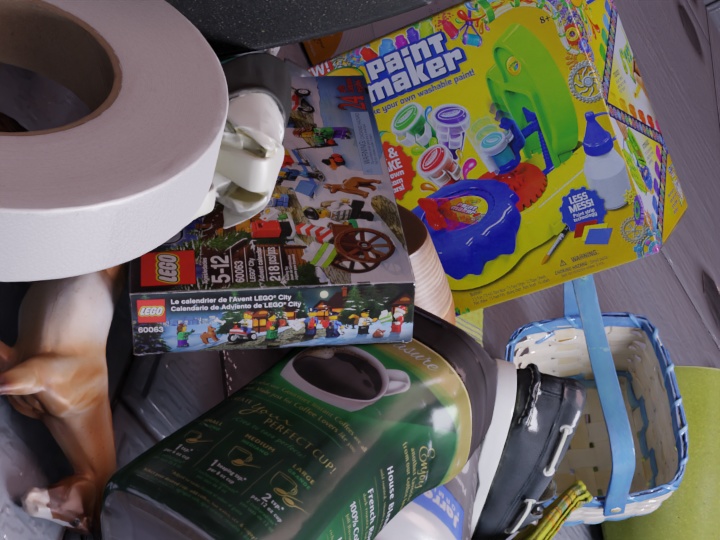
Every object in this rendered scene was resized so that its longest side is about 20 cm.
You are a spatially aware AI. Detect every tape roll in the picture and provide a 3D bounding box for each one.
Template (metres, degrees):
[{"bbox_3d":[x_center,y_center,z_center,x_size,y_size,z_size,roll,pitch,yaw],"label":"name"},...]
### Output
[{"bbox_3d":[-0.154,-0.073,0.605,0.200,0.037,0.204,12,39,-10],"label":"tape roll"}]

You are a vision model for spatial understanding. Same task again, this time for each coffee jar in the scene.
[{"bbox_3d":[-0.022,0.090,0.702,0.200,0.103,0.086,-37,141,-41],"label":"coffee jar"}]

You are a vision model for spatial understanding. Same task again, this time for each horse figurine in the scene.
[{"bbox_3d":[-0.151,0.010,0.675,0.132,0.050,0.202,34,42,-42],"label":"horse figurine"}]

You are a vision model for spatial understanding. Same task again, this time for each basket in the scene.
[{"bbox_3d":[0.181,0.107,1.139,0.201,0.137,0.178,86,-2,-57],"label":"basket"}]

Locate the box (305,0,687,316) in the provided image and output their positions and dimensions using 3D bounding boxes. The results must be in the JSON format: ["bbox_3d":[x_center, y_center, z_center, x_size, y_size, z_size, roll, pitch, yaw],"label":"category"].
[{"bbox_3d":[0.091,-0.087,1.005,0.195,0.198,0.122,67,26,-7],"label":"box"}]

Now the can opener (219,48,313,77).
[{"bbox_3d":[-0.054,-0.136,0.884,0.066,0.053,0.200,27,-1,4],"label":"can opener"}]

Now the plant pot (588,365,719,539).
[{"bbox_3d":[0.280,0.214,1.266,0.187,0.185,0.202,41,50,-44],"label":"plant pot"}]

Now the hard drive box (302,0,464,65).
[{"bbox_3d":[0.060,-0.192,1.098,0.157,0.198,0.077,64,24,-4],"label":"hard drive box"}]

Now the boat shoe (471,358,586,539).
[{"bbox_3d":[0.096,0.136,0.937,0.201,0.059,0.076,100,0,-52],"label":"boat shoe"}]

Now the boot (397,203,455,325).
[{"bbox_3d":[0.000,0.000,0.952,0.200,0.076,0.156,38,-27,42],"label":"boot"}]

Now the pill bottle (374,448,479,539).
[{"bbox_3d":[0.007,0.133,0.814,0.114,0.113,0.201,54,27,-27],"label":"pill bottle"}]

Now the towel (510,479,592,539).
[{"bbox_3d":[0.090,0.199,0.946,0.018,0.086,0.200,45,28,9],"label":"towel"}]

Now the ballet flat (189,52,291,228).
[{"bbox_3d":[-0.081,-0.046,0.683,0.199,0.068,0.069,-31,139,-44],"label":"ballet flat"}]

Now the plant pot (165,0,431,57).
[{"bbox_3d":[-0.043,-0.225,0.695,0.200,0.175,0.202,65,36,-60],"label":"plant pot"}]

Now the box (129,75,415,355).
[{"bbox_3d":[-0.052,-0.036,0.767,0.201,0.135,0.038,-102,-168,-53],"label":"box"}]

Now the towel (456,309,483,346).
[{"bbox_3d":[0.062,0.074,1.087,0.144,0.023,0.202,42,34,-42],"label":"towel"}]
